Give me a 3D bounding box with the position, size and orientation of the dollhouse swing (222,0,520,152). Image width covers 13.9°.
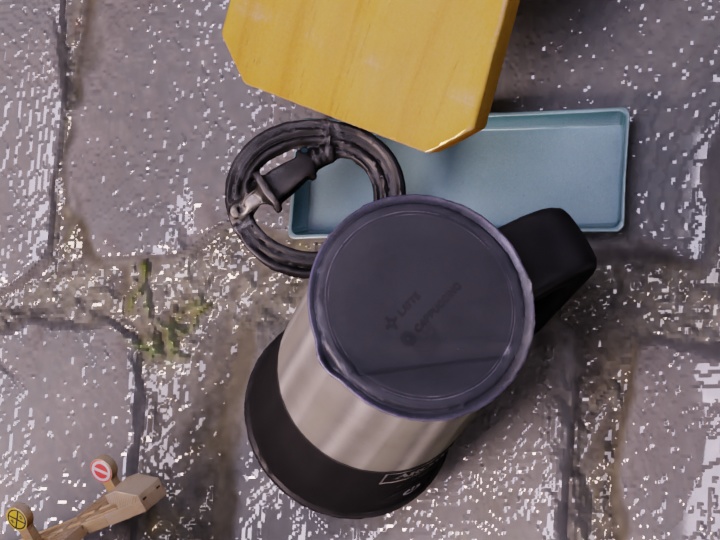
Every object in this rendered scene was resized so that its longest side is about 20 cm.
[{"bbox_3d":[0.045,-0.186,1.646,0.199,0.182,0.177,21,119,27],"label":"dollhouse swing"}]

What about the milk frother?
[{"bbox_3d":[0.000,0.000,1.543,0.200,0.188,0.181,42,67,4],"label":"milk frother"}]

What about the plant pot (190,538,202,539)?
[{"bbox_3d":[-0.161,0.257,1.582,0.199,0.200,0.185,-16,83,19],"label":"plant pot"}]

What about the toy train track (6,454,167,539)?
[{"bbox_3d":[-0.192,0.145,1.661,0.199,0.115,0.033,-24,99,35],"label":"toy train track"}]

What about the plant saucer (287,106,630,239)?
[{"bbox_3d":[0.055,-0.052,1.643,0.199,0.019,0.070,-1,77,24],"label":"plant saucer"}]
